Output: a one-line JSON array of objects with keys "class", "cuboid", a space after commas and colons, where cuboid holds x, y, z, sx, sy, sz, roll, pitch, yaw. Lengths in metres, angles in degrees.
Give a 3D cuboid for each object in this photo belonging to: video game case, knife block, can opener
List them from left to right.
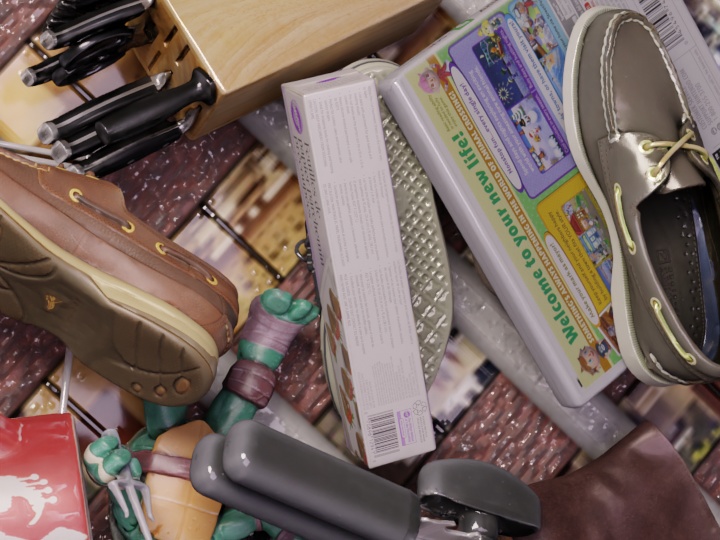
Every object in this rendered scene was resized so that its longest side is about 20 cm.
[{"class": "knife block", "cuboid": [-0.065, -0.107, 1.150, 0.199, 0.064, 0.176, 19, 66, -15]}, {"class": "can opener", "cuboid": [0.005, 0.114, 1.129, 0.200, 0.053, 0.067, 22, 56, -34]}, {"class": "video game case", "cuboid": [0.125, -0.060, 1.192, 0.182, 0.022, 0.200, -37, 104, -25]}]

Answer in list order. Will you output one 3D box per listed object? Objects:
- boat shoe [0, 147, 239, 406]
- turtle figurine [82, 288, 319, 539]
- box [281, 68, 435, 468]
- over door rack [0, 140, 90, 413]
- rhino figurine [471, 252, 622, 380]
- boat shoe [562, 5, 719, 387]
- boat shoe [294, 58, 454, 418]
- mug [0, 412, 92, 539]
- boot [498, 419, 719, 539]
[{"class": "boat shoe", "cuboid": [-0.147, -0.014, 1.086, 0.200, 0.072, 0.068, 34, 49, -7]}, {"class": "turtle figurine", "cuboid": [-0.086, 0.104, 1.144, 0.149, 0.101, 0.201, 20, 71, -36]}, {"class": "box", "cuboid": [0.000, 0.000, 1.144, 0.041, 0.039, 0.201, -16, 107, -15]}, {"class": "over door rack", "cuboid": [-0.204, 0.010, 1.131, 0.147, 0.067, 0.201, 9, 86, -15]}, {"class": "rhino figurine", "cuboid": [0.094, -0.029, 1.221, 0.087, 0.060, 0.201, -30, 98, -18]}, {"class": "boat shoe", "cuboid": [0.156, -0.040, 1.160, 0.072, 0.060, 0.203, -14, 94, -28]}, {"class": "boat shoe", "cuboid": [0.006, -0.014, 1.196, 0.074, 0.062, 0.201, -8, 104, -18]}, {"class": "mug", "cuboid": [-0.226, 0.123, 1.052, 0.199, 0.178, 0.134, -7, 55, -7]}, {"class": "boot", "cuboid": [0.139, 0.202, 1.221, 0.166, 0.072, 0.200, -29, 93, -12]}]
